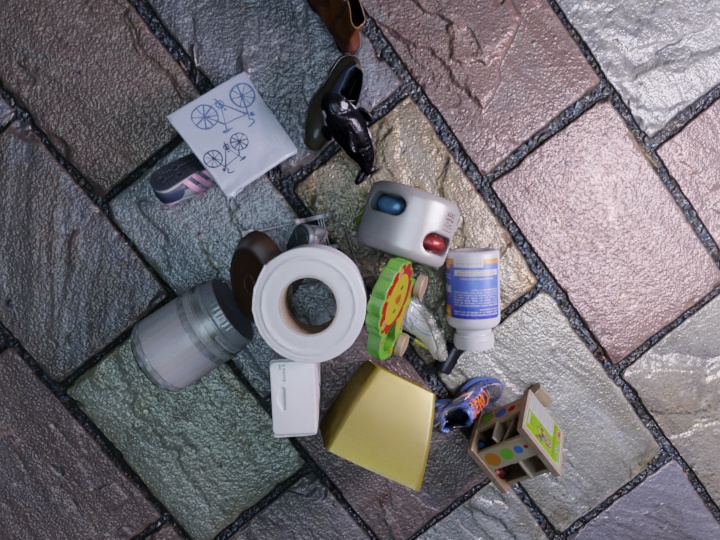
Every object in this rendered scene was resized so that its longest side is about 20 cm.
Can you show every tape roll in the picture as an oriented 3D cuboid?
[{"bbox_3d":[-0.087,0.055,0.907,0.200,0.071,0.205,0,98,3],"label":"tape roll"}]

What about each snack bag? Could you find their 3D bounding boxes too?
[{"bbox_3d":[-0.244,-0.268,1.018,0.188,0.021,0.201,-39,95,-19],"label":"snack bag"}]

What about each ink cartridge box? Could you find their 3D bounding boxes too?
[{"bbox_3d":[-0.123,0.218,1.023,0.083,0.200,0.148,-2,98,-1],"label":"ink cartridge box"}]

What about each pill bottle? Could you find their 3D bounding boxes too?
[{"bbox_3d":[0.232,0.058,1.065,0.110,0.112,0.203,-2,97,-2],"label":"pill bottle"}]

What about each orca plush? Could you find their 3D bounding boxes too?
[{"bbox_3d":[-0.023,-0.240,0.992,0.104,0.072,0.201,-4,138,9],"label":"orca plush"}]

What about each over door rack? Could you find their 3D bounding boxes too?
[{"bbox_3d":[-0.140,-0.028,1.061,0.197,0.067,0.150,-13,96,-1],"label":"over door rack"}]

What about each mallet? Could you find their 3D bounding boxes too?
[{"bbox_3d":[0.128,0.143,1.111,0.199,0.041,0.066,37,92,-2],"label":"mallet"}]

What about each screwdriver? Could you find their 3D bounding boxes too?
[{"bbox_3d":[0.000,0.000,1.091,0.029,0.028,0.203,-18,97,-31],"label":"screwdriver"}]

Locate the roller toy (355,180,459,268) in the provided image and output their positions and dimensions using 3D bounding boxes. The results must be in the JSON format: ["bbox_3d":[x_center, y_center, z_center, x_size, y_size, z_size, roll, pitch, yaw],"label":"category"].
[{"bbox_3d":[0.096,-0.094,1.004,0.198,0.182,0.141,18,93,-5],"label":"roller toy"}]

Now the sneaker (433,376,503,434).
[{"bbox_3d":[0.227,0.295,1.098,0.198,0.078,0.076,-26,104,-16],"label":"sneaker"}]

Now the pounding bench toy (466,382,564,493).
[{"bbox_3d":[0.331,0.344,1.105,0.156,0.200,0.125,-37,96,34],"label":"pounding bench toy"}]

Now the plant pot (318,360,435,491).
[{"bbox_3d":[0.045,0.297,1.055,0.198,0.200,0.178,26,82,-5],"label":"plant pot"}]

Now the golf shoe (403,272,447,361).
[{"bbox_3d":[0.113,0.106,1.083,0.097,0.078,0.202,-28,79,18],"label":"golf shoe"}]

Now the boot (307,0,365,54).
[{"bbox_3d":[-0.055,-0.499,0.940,0.068,0.200,0.190,-22,97,0],"label":"boot"}]

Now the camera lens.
[{"bbox_3d":[-0.334,0.130,1.024,0.199,0.160,0.161,-32,97,2],"label":"camera lens"}]

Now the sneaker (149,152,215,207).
[{"bbox_3d":[-0.320,-0.192,1.041,0.198,0.082,0.071,-25,66,-17],"label":"sneaker"}]

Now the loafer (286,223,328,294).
[{"bbox_3d":[-0.123,-0.005,1.000,0.072,0.062,0.201,52,126,27],"label":"loafer"}]

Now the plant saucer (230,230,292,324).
[{"bbox_3d":[-0.204,0.025,1.009,0.036,0.199,0.203,-14,99,-40],"label":"plant saucer"}]

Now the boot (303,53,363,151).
[{"bbox_3d":[-0.055,-0.320,1.001,0.074,0.097,0.202,19,108,-21],"label":"boot"}]

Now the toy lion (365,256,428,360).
[{"bbox_3d":[0.056,0.074,0.963,0.068,0.191,0.202,20,101,20],"label":"toy lion"}]
